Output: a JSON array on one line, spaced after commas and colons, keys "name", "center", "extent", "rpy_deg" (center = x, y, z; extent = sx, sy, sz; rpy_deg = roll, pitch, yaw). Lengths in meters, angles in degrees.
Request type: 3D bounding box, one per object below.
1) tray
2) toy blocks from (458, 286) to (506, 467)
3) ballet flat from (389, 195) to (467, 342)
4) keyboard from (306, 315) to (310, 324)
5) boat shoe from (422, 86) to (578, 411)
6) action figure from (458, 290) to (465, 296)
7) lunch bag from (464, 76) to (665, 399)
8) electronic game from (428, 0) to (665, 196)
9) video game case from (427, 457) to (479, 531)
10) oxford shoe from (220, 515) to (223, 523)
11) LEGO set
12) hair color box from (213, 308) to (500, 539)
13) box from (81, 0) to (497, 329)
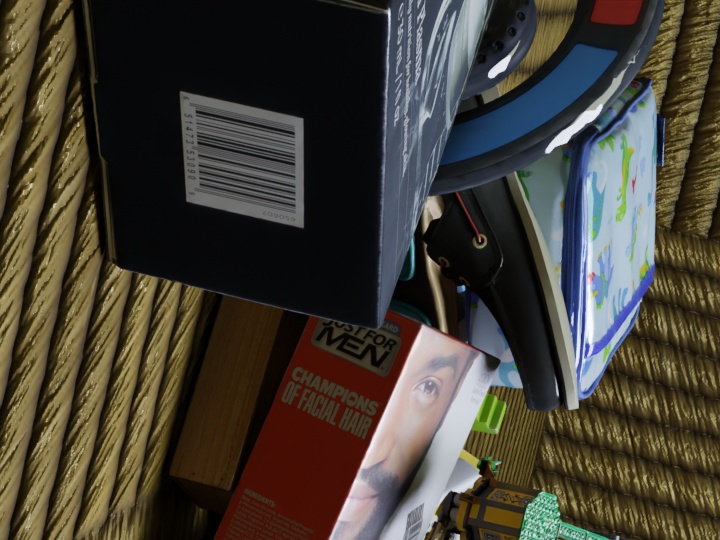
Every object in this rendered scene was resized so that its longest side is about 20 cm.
[{"name": "tray", "center": [-0.048, 0.022, 1.342], "extent": [0.099, 0.037, 0.201], "rpy_deg": [70, 36, -74]}, {"name": "toy blocks", "center": [0.037, 0.065, 1.784], "extent": [0.137, 0.099, 0.201], "rpy_deg": [75, 29, -49]}, {"name": "ballet flat", "center": [0.039, 0.006, 1.436], "extent": [0.063, 0.069, 0.201], "rpy_deg": [-18, 121, -35]}, {"name": "keyboard", "center": [0.000, 0.000, 1.365], "extent": [0.201, 0.039, 0.104], "rpy_deg": [94, 13, -45]}, {"name": "boat shoe", "center": [0.063, -0.020, 1.340], "extent": [0.074, 0.063, 0.202], "rpy_deg": [24, 48, -87]}, {"name": "action figure", "center": [0.023, -0.050, 1.528], "extent": [0.200, 0.148, 0.135], "rpy_deg": [-10, 111, -58]}, {"name": "lunch bag", "center": [0.116, -0.021, 1.477], "extent": [0.200, 0.082, 0.162], "rpy_deg": [-40, 134, -68]}, {"name": "electronic game", "center": [0.041, -0.112, 1.189], "extent": [0.042, 0.199, 0.201], "rpy_deg": [62, 38, -44]}, {"name": "video game case", "center": [-0.024, 0.208, 1.481], "extent": [0.200, 0.023, 0.183], "rpy_deg": [-23, 142, -49]}, {"name": "oxford shoe", "center": [-0.025, 0.100, 1.492], "extent": [0.200, 0.070, 0.075], "rpy_deg": [-62, 161, -56]}, {"name": "LEGO set", "center": [0.051, 0.193, 1.344], "extent": [0.154, 0.115, 0.201], "rpy_deg": [10, 90, -54]}, {"name": "hair color box", "center": [-0.012, 0.117, 1.311], "extent": [0.111, 0.064, 0.201], "rpy_deg": [24, 88, -63]}, {"name": "box", "center": [-0.019, -0.120, 1.041], "extent": [0.200, 0.123, 0.197], "rpy_deg": [91, 14, -54]}]
